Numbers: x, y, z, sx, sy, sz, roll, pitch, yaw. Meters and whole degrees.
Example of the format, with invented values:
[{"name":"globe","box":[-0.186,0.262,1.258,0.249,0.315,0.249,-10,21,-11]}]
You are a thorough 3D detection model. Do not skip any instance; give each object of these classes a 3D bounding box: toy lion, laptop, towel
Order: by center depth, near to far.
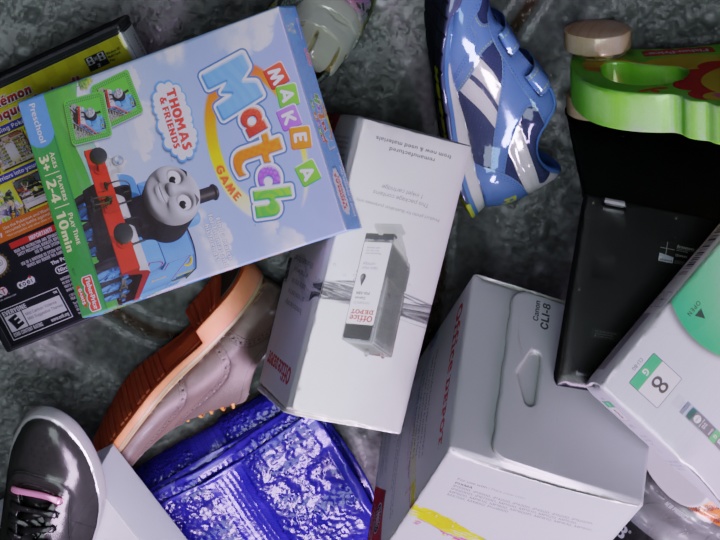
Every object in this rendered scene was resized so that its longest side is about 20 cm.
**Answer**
[{"name":"toy lion","box":[0.245,-0.120,1.639,0.198,0.192,0.069,-4,110,-2]},{"name":"laptop","box":[0.226,-0.005,1.684,0.186,0.116,0.202,10,86,-8]},{"name":"towel","box":[-0.091,0.185,1.800,0.199,0.050,0.148,-30,108,7]}]

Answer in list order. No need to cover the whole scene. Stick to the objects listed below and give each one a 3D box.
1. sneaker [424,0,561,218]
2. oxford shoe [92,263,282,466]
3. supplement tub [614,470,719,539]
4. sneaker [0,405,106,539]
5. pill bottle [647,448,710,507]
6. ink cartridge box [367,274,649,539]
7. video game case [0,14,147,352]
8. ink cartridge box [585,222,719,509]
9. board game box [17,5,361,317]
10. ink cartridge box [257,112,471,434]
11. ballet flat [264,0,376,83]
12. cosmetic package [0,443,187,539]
[{"name":"sneaker","box":[0.091,-0.138,1.688,0.081,0.074,0.201,-11,118,-2]},{"name":"oxford shoe","box":[-0.121,0.087,1.753,0.073,0.071,0.200,37,103,-21]},{"name":"supplement tub","box":[0.202,0.228,1.799,0.122,0.123,0.201,27,105,-13]},{"name":"sneaker","box":[-0.225,0.195,1.667,0.070,0.099,0.201,15,121,10]},{"name":"pill bottle","box":[0.296,0.086,1.723,0.199,0.116,0.117,-23,113,-25]},{"name":"ink cartridge box","box":[0.103,0.127,1.697,0.143,0.146,0.200,16,146,-9]},{"name":"video game case","box":[-0.203,-0.057,1.683,0.199,0.026,0.182,-21,106,21]},{"name":"ink cartridge box","box":[0.273,0.081,1.607,0.200,0.050,0.161,41,83,-3]},{"name":"board game box","box":[-0.113,-0.070,1.598,0.199,0.037,0.153,-18,88,19]},{"name":"ink cartridge box","box":[0.000,0.000,1.663,0.082,0.147,0.202,13,92,-11]},{"name":"ballet flat","box":[-0.054,-0.139,1.674,0.069,0.071,0.200,40,102,-22]},{"name":"cosmetic package","box":[-0.215,0.230,1.771,0.199,0.052,0.151,-26,111,28]}]
